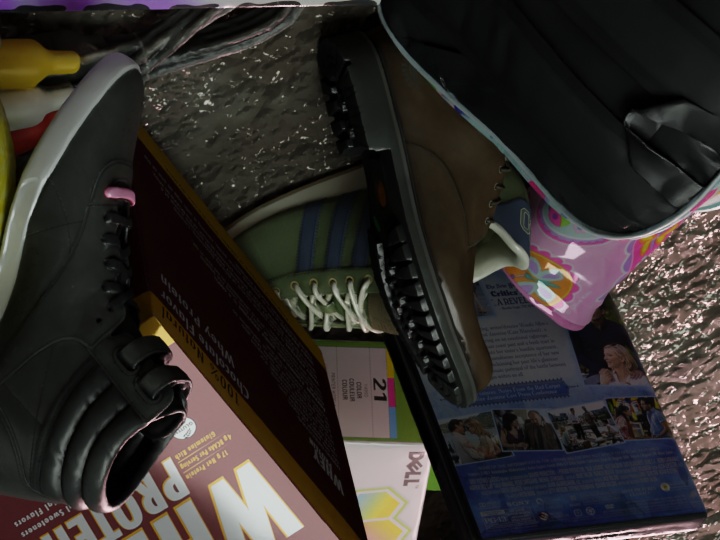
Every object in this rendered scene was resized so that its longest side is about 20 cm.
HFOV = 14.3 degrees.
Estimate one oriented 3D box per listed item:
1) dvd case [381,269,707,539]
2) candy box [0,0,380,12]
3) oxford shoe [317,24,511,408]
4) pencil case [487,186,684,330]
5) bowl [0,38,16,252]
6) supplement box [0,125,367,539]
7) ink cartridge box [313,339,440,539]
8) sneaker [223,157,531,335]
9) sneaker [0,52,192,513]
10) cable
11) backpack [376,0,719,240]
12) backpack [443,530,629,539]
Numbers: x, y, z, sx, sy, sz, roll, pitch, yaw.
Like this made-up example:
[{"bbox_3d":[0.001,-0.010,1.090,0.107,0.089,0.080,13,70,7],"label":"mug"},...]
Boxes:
[{"bbox_3d":[0.090,0.062,1.559,0.142,0.201,0.018,-4,143,-23],"label":"dvd case"},{"bbox_3d":[-0.064,-0.198,1.257,0.199,0.072,0.168,-4,140,-25],"label":"candy box"},{"bbox_3d":[0.045,-0.030,1.455,0.084,0.073,0.201,-17,103,-18],"label":"oxford shoe"},{"bbox_3d":[0.154,-0.058,1.544,0.087,0.088,0.200,20,125,-44],"label":"pencil case"},{"bbox_3d":[-0.220,-0.083,1.252,0.108,0.199,0.200,-54,146,-15],"label":"bowl"},{"bbox_3d":[-0.110,0.065,1.405,0.132,0.200,0.198,-32,123,10],"label":"supplement box"},{"bbox_3d":[0.032,0.113,1.652,0.198,0.076,0.148,2,140,-5],"label":"ink cartridge box"},{"bbox_3d":[0.000,0.000,1.524,0.199,0.090,0.067,-25,145,2],"label":"sneaker"},{"bbox_3d":[-0.107,0.013,1.235,0.071,0.099,0.201,21,90,-75],"label":"sneaker"},{"bbox_3d":[-0.118,-0.090,1.379,0.199,0.051,0.097,-12,141,-15],"label":"cable"},{"bbox_3d":[0.129,-0.120,1.360,0.150,0.200,0.178,-11,146,-50],"label":"backpack"},{"bbox_3d":[0.087,0.233,1.819,0.166,0.127,0.200,4,148,-18],"label":"backpack"}]
